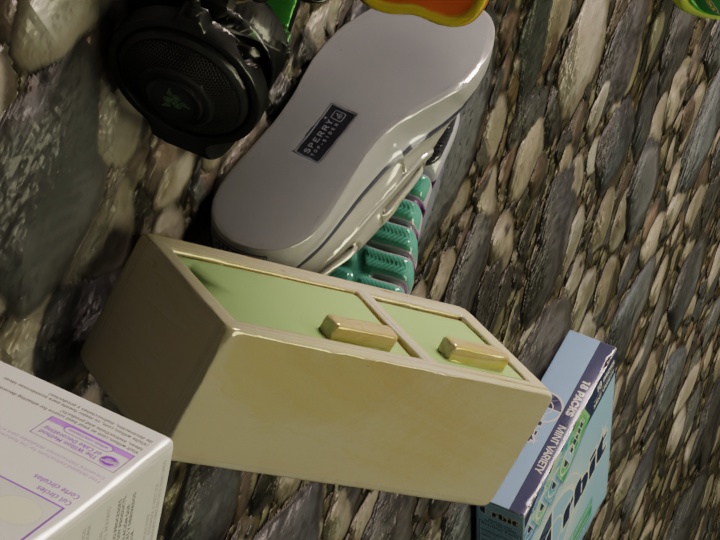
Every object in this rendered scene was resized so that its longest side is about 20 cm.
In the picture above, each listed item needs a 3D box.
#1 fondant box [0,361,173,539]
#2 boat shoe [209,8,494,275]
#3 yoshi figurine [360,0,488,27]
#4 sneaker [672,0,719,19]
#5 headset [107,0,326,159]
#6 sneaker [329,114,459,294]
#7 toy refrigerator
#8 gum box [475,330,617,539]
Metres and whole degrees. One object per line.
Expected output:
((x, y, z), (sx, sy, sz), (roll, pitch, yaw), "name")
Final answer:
((-0.166, 0.081, 0.638), (0.200, 0.143, 0.059), (-35, 143, -58), "fondant box")
((-0.002, -0.054, 1.063), (0.200, 0.072, 0.066), (-54, 160, -35), "boat shoe")
((0.025, -0.177, 0.932), (0.200, 0.112, 0.113), (-73, 143, -66), "yoshi figurine")
((0.280, -0.274, 1.584), (0.074, 0.083, 0.201), (-32, 138, -60), "sneaker")
((-0.039, -0.107, 0.868), (0.200, 0.093, 0.124), (57, 55, -81), "headset")
((0.000, 0.000, 1.122), (0.201, 0.074, 0.088), (-62, 165, -23), "sneaker")
((-0.014, 0.044, 0.976), (0.199, 0.076, 0.070), (14, 112, -43), "toy refrigerator")
((0.143, 0.174, 1.729), (0.170, 0.044, 0.201), (-56, 158, -32), "gum box")
